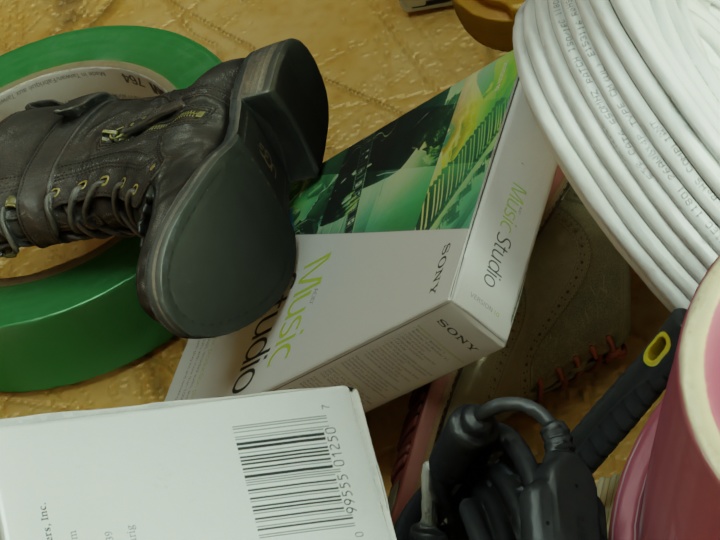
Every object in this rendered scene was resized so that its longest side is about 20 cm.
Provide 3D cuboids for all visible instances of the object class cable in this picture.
[{"bbox_3d":[0.137,-0.046,1.008,0.069,0.200,0.200,-38,22,21],"label":"cable"},{"bbox_3d":[0.034,0.151,0.871,0.051,0.163,0.200,6,65,-23],"label":"cable"}]

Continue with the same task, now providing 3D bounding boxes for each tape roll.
[{"bbox_3d":[-0.142,-0.032,1.232,0.200,0.048,0.200,-12,45,13],"label":"tape roll"}]

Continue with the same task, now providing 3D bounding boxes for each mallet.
[{"bbox_3d":[0.064,0.098,0.951,0.200,0.041,0.066,-47,43,28],"label":"mallet"}]

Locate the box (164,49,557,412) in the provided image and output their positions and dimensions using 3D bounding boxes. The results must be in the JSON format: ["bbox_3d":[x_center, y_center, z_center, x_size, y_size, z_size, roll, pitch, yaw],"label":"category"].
[{"bbox_3d":[0.000,0.000,1.078,0.200,0.036,0.144,-27,33,43],"label":"box"}]

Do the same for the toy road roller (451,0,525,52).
[{"bbox_3d":[0.134,-0.151,1.146,0.200,0.146,0.123,-12,48,13],"label":"toy road roller"}]

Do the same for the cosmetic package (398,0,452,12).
[{"bbox_3d":[0.065,-0.229,1.312,0.105,0.071,0.200,-8,46,17],"label":"cosmetic package"}]

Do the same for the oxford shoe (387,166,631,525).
[{"bbox_3d":[0.074,0.026,1.063,0.075,0.070,0.200,27,75,-1],"label":"oxford shoe"}]

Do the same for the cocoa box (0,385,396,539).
[{"bbox_3d":[-0.053,0.159,0.856,0.133,0.131,0.200,-6,58,-17],"label":"cocoa box"}]

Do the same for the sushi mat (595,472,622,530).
[{"bbox_3d":[0.080,0.156,0.913,0.096,0.012,0.200,-31,37,56],"label":"sushi mat"}]

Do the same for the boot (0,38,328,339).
[{"bbox_3d":[-0.112,-0.025,1.126,0.174,0.069,0.200,-12,30,24],"label":"boot"}]

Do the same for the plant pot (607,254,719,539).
[{"bbox_3d":[0.169,0.069,0.796,0.200,0.179,0.200,-6,58,10],"label":"plant pot"}]
